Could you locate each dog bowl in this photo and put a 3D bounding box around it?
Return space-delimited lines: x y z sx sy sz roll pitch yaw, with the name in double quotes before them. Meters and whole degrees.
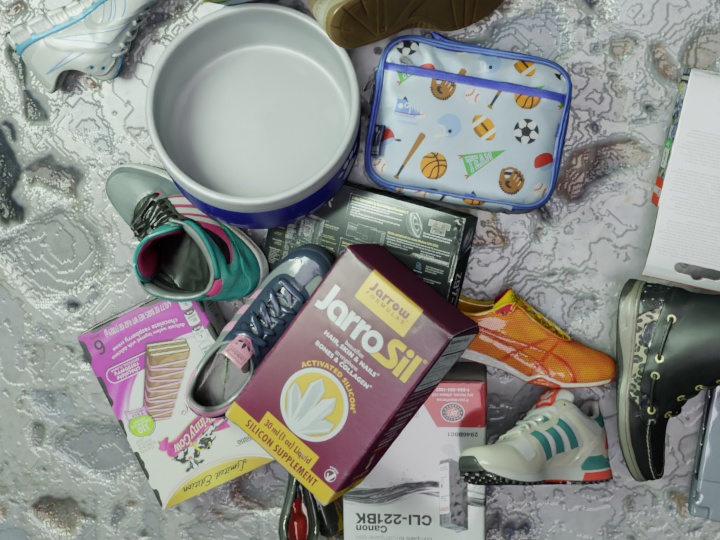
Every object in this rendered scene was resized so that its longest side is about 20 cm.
"dog bowl" -0.098 -0.144 1.132 0.198 0.079 0.202 -1 73 2

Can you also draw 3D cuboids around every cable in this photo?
"cable" -0.067 0.209 1.224 0.050 0.097 0.202 -16 92 45

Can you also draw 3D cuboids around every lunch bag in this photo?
"lunch bag" 0.097 -0.143 1.149 0.198 0.076 0.162 11 91 2

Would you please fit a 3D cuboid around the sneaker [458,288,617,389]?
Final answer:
"sneaker" 0.160 0.064 1.180 0.198 0.073 0.078 17 104 3

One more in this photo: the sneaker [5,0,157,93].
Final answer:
"sneaker" -0.244 -0.237 1.181 0.199 0.075 0.087 -23 103 16

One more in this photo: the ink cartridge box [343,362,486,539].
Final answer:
"ink cartridge box" 0.055 0.199 1.206 0.143 0.084 0.202 0 99 6

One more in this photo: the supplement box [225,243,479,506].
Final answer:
"supplement box" -0.006 0.093 1.101 0.131 0.103 0.201 39 103 14

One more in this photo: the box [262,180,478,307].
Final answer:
"box" 0.000 0.000 1.175 0.198 0.043 0.162 16 100 19

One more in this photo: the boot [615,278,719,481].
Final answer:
"boot" 0.325 0.111 1.145 0.152 0.073 0.206 1 104 26

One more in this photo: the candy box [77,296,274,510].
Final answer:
"candy box" -0.182 0.124 1.230 0.135 0.061 0.201 -25 96 8

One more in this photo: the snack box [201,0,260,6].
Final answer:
"snack box" -0.043 -0.298 1.094 0.198 0.169 0.068 -13 99 6

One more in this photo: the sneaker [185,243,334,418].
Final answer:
"sneaker" -0.094 0.063 1.141 0.070 0.082 0.201 36 98 6

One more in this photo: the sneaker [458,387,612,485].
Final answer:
"sneaker" 0.167 0.160 1.158 0.070 0.198 0.094 -12 75 50

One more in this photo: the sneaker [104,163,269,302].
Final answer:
"sneaker" -0.193 -0.034 1.160 0.199 0.121 0.084 34 107 15

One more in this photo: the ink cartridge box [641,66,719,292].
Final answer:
"ink cartridge box" 0.342 -0.085 1.151 0.108 0.050 0.202 13 101 3

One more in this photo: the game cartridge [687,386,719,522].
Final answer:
"game cartridge" 0.407 0.156 1.190 0.132 0.040 0.202 9 100 8

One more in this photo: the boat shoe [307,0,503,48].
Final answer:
"boat shoe" 0.048 -0.264 1.125 0.198 0.065 0.072 -16 133 -22
